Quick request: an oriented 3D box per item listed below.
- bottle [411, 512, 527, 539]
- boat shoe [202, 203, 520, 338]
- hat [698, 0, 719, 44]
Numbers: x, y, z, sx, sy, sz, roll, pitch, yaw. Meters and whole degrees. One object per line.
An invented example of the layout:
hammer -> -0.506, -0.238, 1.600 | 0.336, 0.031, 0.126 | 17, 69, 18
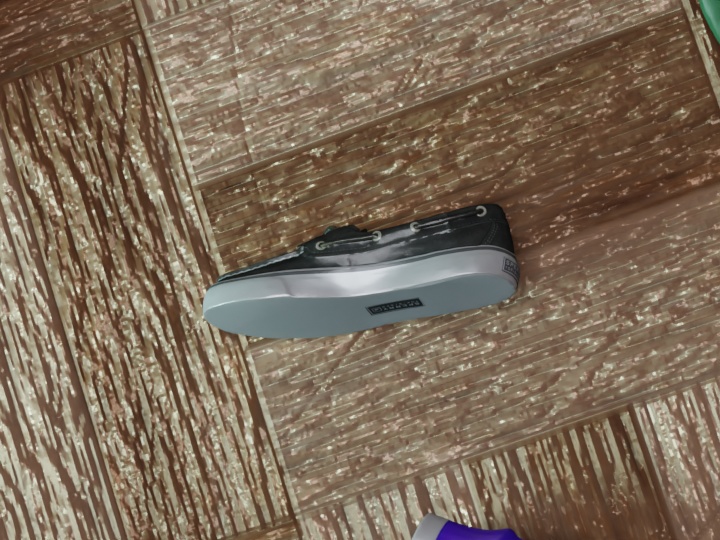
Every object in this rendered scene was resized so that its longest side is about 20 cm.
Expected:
bottle -> 0.122, 0.206, 1.558 | 0.200, 0.065, 0.084 | 23, 91, 13
boat shoe -> 0.000, 0.000, 1.611 | 0.200, 0.069, 0.057 | -8, 64, 10
hat -> 0.316, -0.224, 1.584 | 0.166, 0.176, 0.200 | 35, 130, 12
